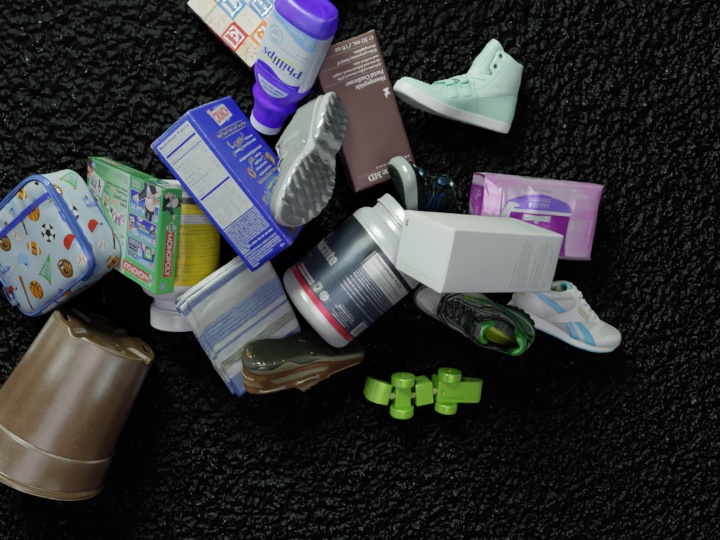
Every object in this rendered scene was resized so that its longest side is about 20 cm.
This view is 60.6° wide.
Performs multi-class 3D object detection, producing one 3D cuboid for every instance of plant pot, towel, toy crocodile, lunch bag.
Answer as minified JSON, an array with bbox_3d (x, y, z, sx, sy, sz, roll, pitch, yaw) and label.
[{"bbox_3d":[-0.402,0.172,0.858,0.198,0.200,0.200,29,89,-12],"label":"plant pot"},{"bbox_3d":[-0.166,0.075,0.892,0.146,0.024,0.202,-37,130,-21],"label":"towel"},{"bbox_3d":[0.103,0.193,0.993,0.196,0.062,0.069,-2,101,-12],"label":"toy crocodile"},{"bbox_3d":[-0.426,-0.037,0.826,0.198,0.076,0.162,-26,98,28],"label":"lunch bag"}]

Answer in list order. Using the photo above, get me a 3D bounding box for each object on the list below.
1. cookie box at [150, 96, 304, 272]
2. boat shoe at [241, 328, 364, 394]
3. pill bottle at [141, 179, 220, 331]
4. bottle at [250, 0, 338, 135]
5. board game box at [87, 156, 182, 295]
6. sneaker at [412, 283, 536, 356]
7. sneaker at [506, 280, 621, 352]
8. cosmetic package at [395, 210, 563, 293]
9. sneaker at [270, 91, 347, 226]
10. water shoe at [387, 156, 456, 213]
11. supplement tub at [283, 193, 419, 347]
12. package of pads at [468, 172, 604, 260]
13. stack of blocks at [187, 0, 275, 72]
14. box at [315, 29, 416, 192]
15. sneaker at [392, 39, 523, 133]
[{"bbox_3d":[-0.161,-0.122,0.828,0.075,0.172,0.201,-33,104,18],"label":"cookie box"},{"bbox_3d":[-0.089,0.141,0.931,0.197,0.076,0.075,-3,119,-30],"label":"boat shoe"},{"bbox_3d":[-0.254,-0.022,0.871,0.109,0.111,0.204,2,101,-8],"label":"pill bottle"},{"bbox_3d":[-0.098,-0.270,0.818,0.083,0.066,0.201,35,135,0],"label":"bottle"},{"bbox_3d":[-0.309,-0.065,0.821,0.029,0.198,0.137,-9,115,-48],"label":"board game box"},{"bbox_3d":[0.171,0.066,0.940,0.197,0.085,0.079,21,108,14],"label":"sneaker"},{"bbox_3d":[0.337,0.068,0.984,0.197,0.077,0.082,22,105,-11],"label":"sneaker"},{"bbox_3d":[0.159,-0.026,0.820,0.197,0.107,0.086,0,108,-31],"label":"cosmetic package"},{"bbox_3d":[-0.077,-0.139,0.804,0.075,0.081,0.202,49,49,-42],"label":"sneaker"},{"bbox_3d":[0.091,-0.118,0.865,0.078,0.200,0.072,-26,73,5],"label":"water shoe"},{"bbox_3d":[0.000,0.000,0.895,0.199,0.140,0.141,-40,103,1],"label":"supplement tub"},{"bbox_3d":[0.265,-0.081,0.947,0.196,0.076,0.123,4,101,-8],"label":"package of pads"},{"bbox_3d":[-0.125,-0.391,0.842,0.115,0.059,0.200,43,93,-13],"label":"stack of blocks"},{"bbox_3d":[0.001,-0.225,0.886,0.099,0.075,0.203,-21,105,-3],"label":"box"},{"bbox_3d":[0.144,-0.278,0.884,0.197,0.074,0.120,8,106,-26],"label":"sneaker"}]
